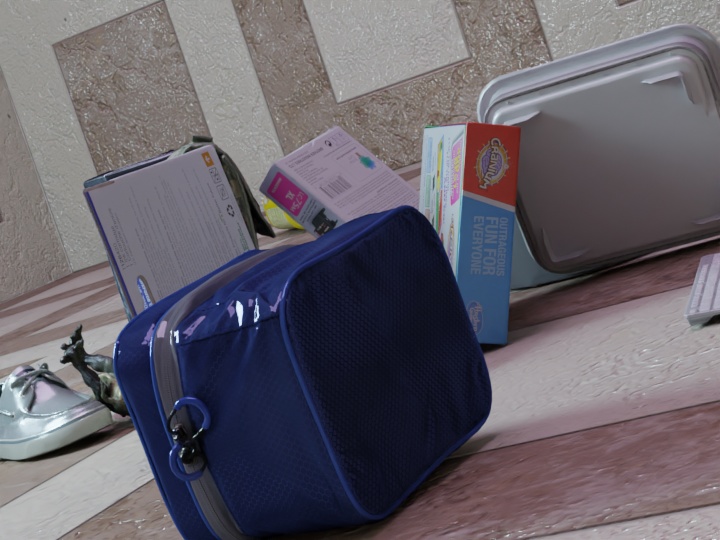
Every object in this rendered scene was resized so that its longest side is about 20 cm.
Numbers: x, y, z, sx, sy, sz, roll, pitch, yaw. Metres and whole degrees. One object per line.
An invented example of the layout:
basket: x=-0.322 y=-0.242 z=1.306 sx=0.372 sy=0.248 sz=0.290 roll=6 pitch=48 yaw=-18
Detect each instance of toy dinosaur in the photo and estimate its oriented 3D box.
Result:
toy dinosaur: x=-0.217 y=0.092 z=1.565 sx=0.048 sy=0.088 sz=0.200 roll=-47 pitch=14 yaw=-19

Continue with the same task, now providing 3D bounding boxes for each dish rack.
dish rack: x=0.195 y=-0.083 z=1.401 sx=0.198 sy=0.173 sz=0.044 roll=-15 pitch=19 yaw=23

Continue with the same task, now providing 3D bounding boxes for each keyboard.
keyboard: x=0.243 y=0.005 z=1.190 sx=0.056 sy=0.011 sz=0.200 roll=-18 pitch=6 yaw=16

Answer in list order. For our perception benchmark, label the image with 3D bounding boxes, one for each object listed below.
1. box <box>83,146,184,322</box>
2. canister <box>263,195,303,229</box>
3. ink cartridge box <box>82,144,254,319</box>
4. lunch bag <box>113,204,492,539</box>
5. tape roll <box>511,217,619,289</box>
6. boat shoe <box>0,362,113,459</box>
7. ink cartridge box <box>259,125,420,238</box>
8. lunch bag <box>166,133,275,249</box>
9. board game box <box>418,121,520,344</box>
box: x=-0.210 y=-0.024 z=2.011 sx=0.116 sy=0.202 sz=0.197 roll=-20 pitch=5 yaw=-14
canister: x=-0.078 y=-0.122 z=3.089 sx=0.147 sy=0.087 sz=0.200 roll=-20 pitch=4 yaw=-14
ink cartridge box: x=-0.133 y=0.018 z=1.379 sx=0.047 sy=0.200 sz=0.200 roll=-19 pitch=4 yaw=29
lunch bag: x=-0.037 y=0.061 z=0.968 sx=0.131 sy=0.137 sz=0.200 roll=-16 pitch=8 yaw=33
tape roll: x=0.198 y=-0.048 z=1.560 sx=0.198 sy=0.067 sz=0.200 roll=-20 pitch=6 yaw=2
boat shoe: x=-0.284 y=0.117 z=1.574 sx=0.070 sy=0.072 sz=0.200 roll=-23 pitch=8 yaw=-39
ink cartridge box: x=0.020 y=-0.038 z=1.602 sx=0.119 sy=0.199 sz=0.042 roll=-35 pitch=-20 yaw=-55
lunch bag: x=-0.137 y=-0.016 z=1.616 sx=0.116 sy=0.203 sz=0.164 roll=1 pitch=2 yaw=-9
board game box: x=0.076 y=-0.031 z=1.370 sx=0.040 sy=0.155 sz=0.200 roll=3 pitch=4 yaw=-7
